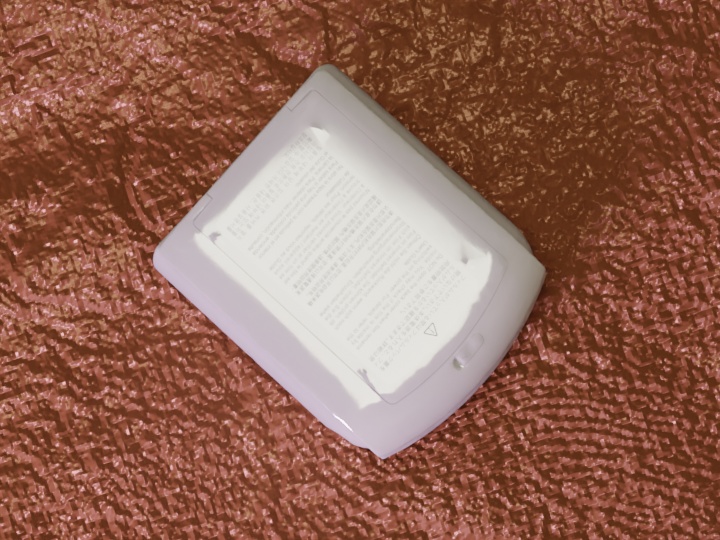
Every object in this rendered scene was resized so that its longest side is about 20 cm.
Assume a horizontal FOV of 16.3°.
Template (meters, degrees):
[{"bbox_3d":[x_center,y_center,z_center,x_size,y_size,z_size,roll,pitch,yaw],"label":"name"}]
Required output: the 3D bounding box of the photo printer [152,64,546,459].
[{"bbox_3d":[0.000,0.000,1.504,0.200,0.069,0.167,41,87,11],"label":"photo printer"}]
